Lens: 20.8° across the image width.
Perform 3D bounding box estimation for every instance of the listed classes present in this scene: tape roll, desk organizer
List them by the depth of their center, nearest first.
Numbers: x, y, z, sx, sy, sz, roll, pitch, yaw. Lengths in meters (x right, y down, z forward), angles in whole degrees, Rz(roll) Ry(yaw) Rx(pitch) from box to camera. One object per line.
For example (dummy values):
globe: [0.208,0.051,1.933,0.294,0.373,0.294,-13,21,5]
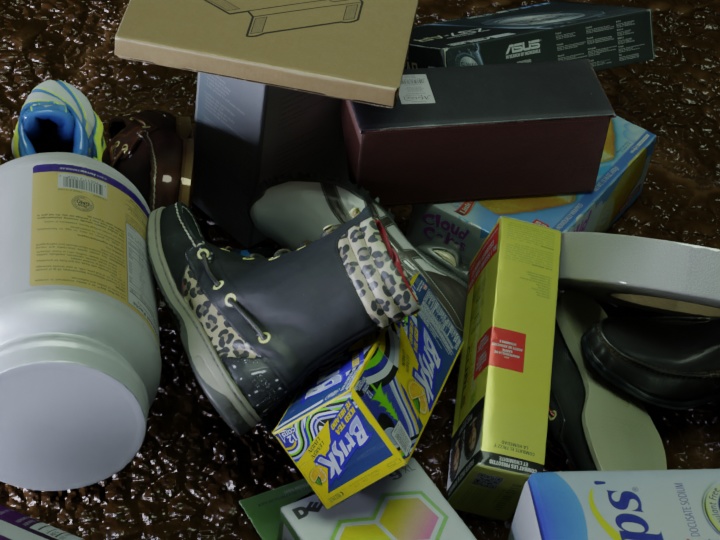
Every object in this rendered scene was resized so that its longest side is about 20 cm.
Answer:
tape roll: [0.234,0.009,1.424,0.201,0.203,0.037,10,85,1]
desk organizer: [0.084,-0.104,1.486,0.198,0.077,0.072,-4,43,-13]

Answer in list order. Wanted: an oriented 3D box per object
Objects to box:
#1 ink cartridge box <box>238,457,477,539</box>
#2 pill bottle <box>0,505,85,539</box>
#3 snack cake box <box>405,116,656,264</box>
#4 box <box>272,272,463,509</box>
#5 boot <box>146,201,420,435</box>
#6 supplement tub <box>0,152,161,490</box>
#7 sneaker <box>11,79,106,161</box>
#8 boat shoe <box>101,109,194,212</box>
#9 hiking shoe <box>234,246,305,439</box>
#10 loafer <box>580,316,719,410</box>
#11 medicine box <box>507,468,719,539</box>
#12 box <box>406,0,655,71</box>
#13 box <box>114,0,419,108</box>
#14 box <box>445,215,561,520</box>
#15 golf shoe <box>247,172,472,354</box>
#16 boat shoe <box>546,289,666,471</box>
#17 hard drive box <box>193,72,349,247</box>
ink cartridge box: [0.012,0.186,1.270,0.103,0.060,0.200,-18,48,-25]
pill bottle: [-0.221,0.200,1.175,0.199,0.113,0.113,21,43,12]
snack cake box: [0.136,-0.060,1.555,0.115,0.068,0.200,29,46,19]
box: [0.009,0.077,1.312,0.064,0.070,0.200,55,23,-9]
boot: [-0.054,0.001,1.317,0.153,0.074,0.204,-31,45,5]
supplement tub: [-0.208,0.034,1.332,0.144,0.146,0.201,1,43,-9]
sneaker: [-0.229,-0.104,1.508,0.075,0.106,0.201,-1,44,-12]
boat shoe: [-0.162,-0.078,1.485,0.070,0.071,0.200,8,13,-11]
hiking shoe: [-0.056,0.045,1.400,0.086,0.075,0.200,-19,49,-26]
loafer: [0.251,0.056,1.405,0.199,0.072,0.073,8,44,-27]
medicine box: [0.206,0.225,1.231,0.198,0.103,0.183,0,43,-11]
box: [0.123,-0.188,1.653,0.199,0.044,0.160,-13,15,-22]
box: [-0.060,-0.188,1.395,0.198,0.021,0.164,10,43,2]
box: [0.100,0.066,1.365,0.050,0.075,0.201,15,58,-10]
golf shoe: [0.000,0.000,1.440,0.199,0.078,0.095,25,48,2]
boat shoe: [0.162,0.106,1.386,0.073,0.063,0.202,23,35,-32]
hard drive box: [-0.046,-0.140,1.509,0.155,0.201,0.077,-29,54,-35]
